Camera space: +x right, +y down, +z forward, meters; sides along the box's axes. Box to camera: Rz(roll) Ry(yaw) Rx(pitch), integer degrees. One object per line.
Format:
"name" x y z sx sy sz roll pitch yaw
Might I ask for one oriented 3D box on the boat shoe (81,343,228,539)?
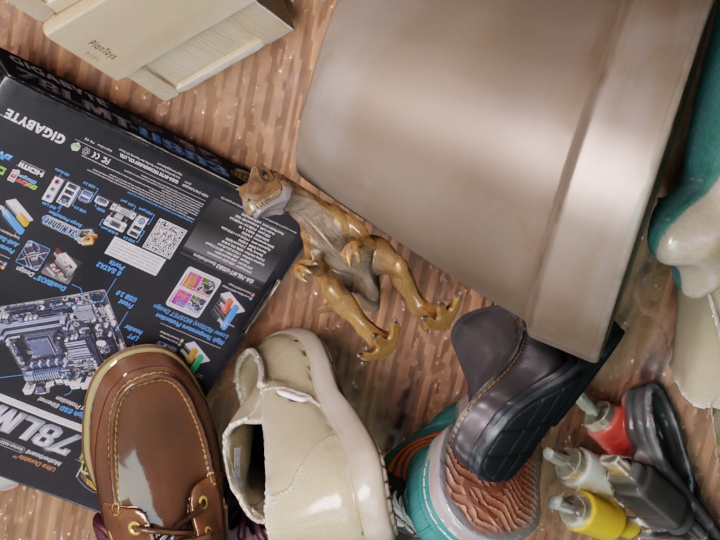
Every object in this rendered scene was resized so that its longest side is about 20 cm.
"boat shoe" -0.099 0.132 1.348 0.072 0.068 0.201 -14 123 -16

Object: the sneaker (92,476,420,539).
"sneaker" -0.058 0.139 1.431 0.199 0.076 0.116 -17 115 8

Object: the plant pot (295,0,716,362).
"plant pot" 0.067 -0.075 1.270 0.173 0.200 0.200 18 118 8

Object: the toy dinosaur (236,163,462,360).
"toy dinosaur" 0.000 0.000 1.298 0.060 0.106 0.200 -39 151 -3

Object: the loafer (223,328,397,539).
"loafer" -0.039 0.086 1.322 0.068 0.200 0.076 -12 109 -12

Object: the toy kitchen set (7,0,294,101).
"toy kitchen set" -0.098 -0.217 1.237 0.163 0.181 0.200 -27 156 16

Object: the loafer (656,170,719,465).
"loafer" 0.196 0.037 1.382 0.068 0.076 0.200 -23 118 6

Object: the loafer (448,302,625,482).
"loafer" 0.074 0.053 1.320 0.072 0.200 0.073 36 108 7

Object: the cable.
"cable" 0.171 0.135 1.454 0.050 0.097 0.200 -3 146 37

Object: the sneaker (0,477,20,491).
"sneaker" -0.235 0.114 1.410 0.093 0.070 0.200 28 111 -10

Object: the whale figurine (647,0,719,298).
"whale figurine" 0.202 -0.085 1.279 0.200 0.104 0.159 -51 152 0

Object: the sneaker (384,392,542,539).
"sneaker" 0.046 0.120 1.354 0.080 0.200 0.071 -40 92 14

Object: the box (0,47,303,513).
"box" -0.155 0.012 1.325 0.200 0.050 0.199 25 106 -32
